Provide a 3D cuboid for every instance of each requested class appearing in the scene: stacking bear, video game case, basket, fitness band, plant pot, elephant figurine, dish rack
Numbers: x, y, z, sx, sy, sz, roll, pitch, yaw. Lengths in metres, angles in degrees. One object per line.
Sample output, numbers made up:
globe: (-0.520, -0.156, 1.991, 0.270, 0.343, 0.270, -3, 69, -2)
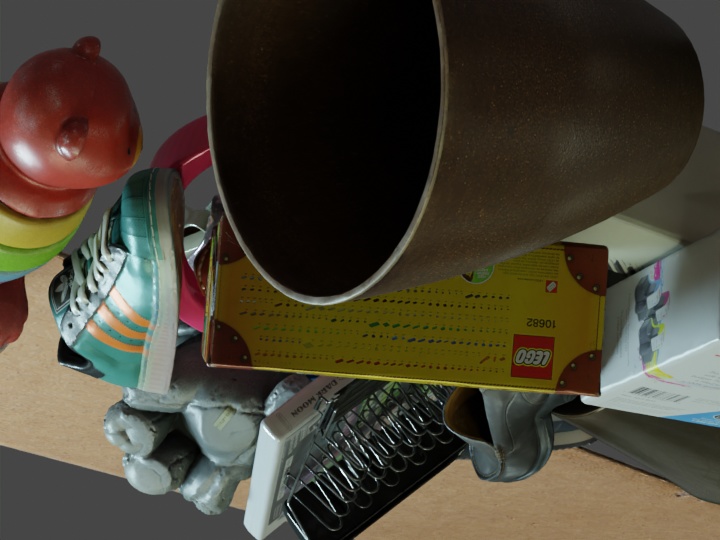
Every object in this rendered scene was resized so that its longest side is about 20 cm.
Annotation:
stacking bear: (-0.192, -0.057, 1.071, 0.113, 0.122, 0.200, 26, 144, -24)
video game case: (-0.002, 0.098, 1.323, 0.181, 0.023, 0.200, -37, 163, -22)
basket: (0.211, 0.070, 1.279, 0.199, 0.137, 0.179, 23, 151, -39)
fitness band: (-0.059, -0.025, 1.160, 0.142, 0.038, 0.201, -3, 142, -1)
plant pot: (0.059, -0.082, 0.887, 0.198, 0.189, 0.186, -2, 168, -36)
elephant figurine: (-0.100, 0.066, 1.370, 0.154, 0.200, 0.143, 18, 121, 4)
dish rack: (0.023, 0.102, 1.255, 0.153, 0.055, 0.201, -35, 162, -29)

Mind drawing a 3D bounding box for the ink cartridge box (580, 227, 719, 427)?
ink cartridge box: (0.222, 0.032, 1.079, 0.114, 0.069, 0.200, 10, 161, -21)

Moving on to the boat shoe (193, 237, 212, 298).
boat shoe: (0.000, 0.000, 1.118, 0.198, 0.072, 0.063, -1, -176, -16)

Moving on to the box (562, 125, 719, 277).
box: (0.170, -0.042, 1.100, 0.199, 0.083, 0.068, 18, 157, -35)

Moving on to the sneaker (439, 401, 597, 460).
sneaker: (0.105, 0.101, 1.487, 0.198, 0.083, 0.070, -4, -169, -36)

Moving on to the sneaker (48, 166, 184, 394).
sneaker: (-0.145, 0.010, 1.115, 0.079, 0.072, 0.201, 5, 144, -6)

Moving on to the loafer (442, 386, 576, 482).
loafer: (0.084, 0.082, 1.187, 0.072, 0.073, 0.201, -13, 151, -14)

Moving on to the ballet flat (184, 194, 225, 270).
ballet flat: (-0.131, -0.010, 1.278, 0.071, 0.070, 0.199, 33, 145, -25)

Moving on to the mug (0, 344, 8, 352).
mug: (-0.333, 0.020, 1.342, 0.199, 0.178, 0.134, -18, 117, 38)

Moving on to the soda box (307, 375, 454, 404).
soda box: (0.022, 0.078, 1.493, 0.064, 0.069, 0.200, -6, 159, 23)

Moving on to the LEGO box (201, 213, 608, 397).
LEGO box: (0.018, 0.018, 0.996, 0.198, 0.078, 0.149, 5, 179, -5)
